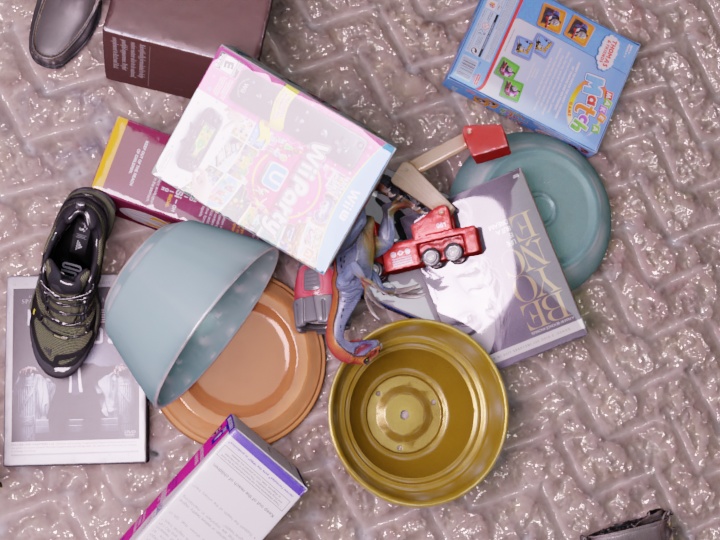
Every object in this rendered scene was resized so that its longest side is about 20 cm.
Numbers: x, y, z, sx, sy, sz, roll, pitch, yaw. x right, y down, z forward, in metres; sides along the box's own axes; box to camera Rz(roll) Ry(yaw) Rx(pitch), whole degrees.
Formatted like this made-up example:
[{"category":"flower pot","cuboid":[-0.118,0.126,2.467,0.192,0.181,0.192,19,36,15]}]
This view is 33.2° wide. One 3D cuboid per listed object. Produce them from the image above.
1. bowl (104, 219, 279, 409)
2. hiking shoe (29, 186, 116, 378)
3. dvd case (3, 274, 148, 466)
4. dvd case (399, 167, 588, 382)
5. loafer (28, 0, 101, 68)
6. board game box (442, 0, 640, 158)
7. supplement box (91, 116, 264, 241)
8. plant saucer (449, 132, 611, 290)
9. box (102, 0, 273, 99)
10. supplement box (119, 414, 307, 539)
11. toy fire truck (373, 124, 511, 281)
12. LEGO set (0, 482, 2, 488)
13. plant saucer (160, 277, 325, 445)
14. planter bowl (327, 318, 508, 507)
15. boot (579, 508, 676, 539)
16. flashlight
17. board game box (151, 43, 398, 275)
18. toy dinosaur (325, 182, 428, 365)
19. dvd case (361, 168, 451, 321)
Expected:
[{"category":"bowl","cuboid":[-0.182,0.028,1.217,0.105,0.201,0.201,37,77,7]},{"category":"hiking shoe","cuboid":[-0.300,0.017,1.214,0.075,0.101,0.201,11,100,-1]},{"category":"dvd case","cuboid":[-0.301,0.105,1.286,0.149,0.025,0.201,-1,82,-4]},{"category":"dvd case","cuboid":[0.148,0.006,1.349,0.148,0.016,0.201,-22,88,9]},{"category":"loafer","cuboid":[-0.314,-0.321,1.338,0.073,0.072,0.201,22,79,-8]},{"category":"board game box","cuboid":[0.217,-0.246,1.442,0.199,0.037,0.152,26,78,-5]},{"category":"supplement box","cuboid":[-0.182,-0.081,1.306,0.199,0.110,0.086,20,79,-7]},{"category":"plant saucer","cuboid":[0.202,-0.067,1.390,0.199,0.036,0.201,2,81,-11]},{"category":"box","cuboid":[-0.178,-0.306,1.312,0.163,0.166,0.201,13,79,-9]},{"category":"supplement box","cuboid":[-0.161,0.260,1.245,0.103,0.101,0.200,41,86,-8]},{"category":"toy fire truck","cuboid":[0.075,-0.073,1.328,0.199,0.049,0.142,-13,83,10]},{"category":"LEGO set","cuboid":[-0.451,0.148,1.205,0.115,0.154,0.201,-23,83,-12]},{"category":"plant saucer","cuboid":[-0.134,0.097,1.326,0.199,0.037,0.201,1,82,-10]},{"category":"planter bowl","cuboid":[0.056,0.158,1.328,0.199,0.083,0.202,2,81,-10]},{"category":"boot","cuboid":[0.358,0.356,1.361,0.199,0.069,0.175,-8,84,-9]},{"category":"flashlight","cuboid":[-0.046,-0.033,1.329,0.068,0.068,0.201,6,71,-29]},{"category":"board game box","cuboid":[-0.083,-0.111,1.202,0.199,0.064,0.148,30,98,-1]},{"category":"toy dinosaur","cuboid":[0.000,0.000,1.281,0.105,0.200,0.182,27,94,-45]},{"category":"dvd case","cuboid":[0.063,-0.023,1.387,0.199,0.025,0.151,23,78,-7]}]
